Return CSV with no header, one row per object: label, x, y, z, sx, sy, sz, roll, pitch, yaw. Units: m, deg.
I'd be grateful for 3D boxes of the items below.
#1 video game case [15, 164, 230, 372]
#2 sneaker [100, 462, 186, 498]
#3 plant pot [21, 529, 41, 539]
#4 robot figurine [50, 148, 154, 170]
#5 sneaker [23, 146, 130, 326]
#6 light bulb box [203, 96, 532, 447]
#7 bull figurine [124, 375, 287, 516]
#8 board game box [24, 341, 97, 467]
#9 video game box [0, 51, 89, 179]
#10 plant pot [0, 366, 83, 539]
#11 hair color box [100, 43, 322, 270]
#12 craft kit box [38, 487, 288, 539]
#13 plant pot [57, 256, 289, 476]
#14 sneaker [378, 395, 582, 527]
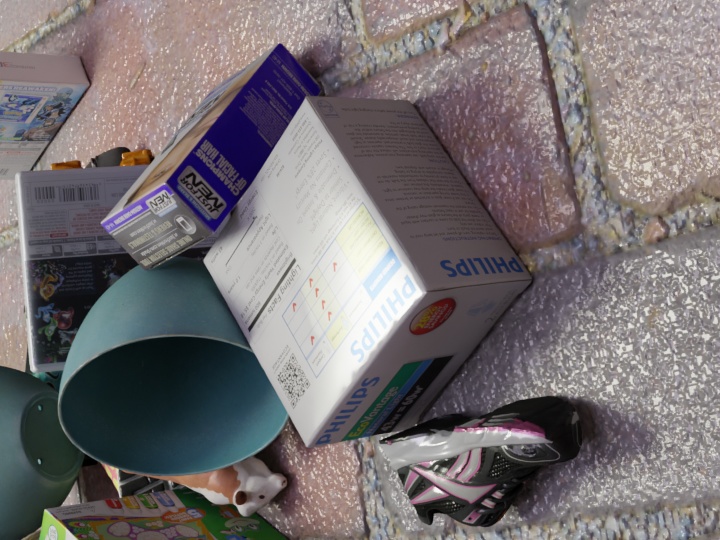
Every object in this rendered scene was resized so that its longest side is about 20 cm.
video game case,-0.215,-0.006,1.451,0.023,0.198,0.184,173,93,-69
sneaker,-0.224,0.193,1.579,0.201,0.078,0.090,63,161,16
plant pot,-0.237,0.348,1.526,0.182,0.200,0.203,-11,85,38
robot figurine,-0.233,-0.010,1.499,0.058,0.143,0.202,-109,12,-87
sneaker,-0.281,-0.029,1.604,0.200,0.075,0.107,-41,55,18
light bulb box,0.000,0.000,1.254,0.199,0.124,0.201,-54,56,36
bull figurine,-0.154,0.158,1.474,0.198,0.065,0.123,7,81,31
board game box,-0.321,0.096,1.705,0.135,0.028,0.202,25,112,44
video game box,-0.417,-0.164,1.664,0.182,0.199,0.047,-42,62,42
plant pot,-0.363,0.184,1.601,0.134,0.200,0.202,-17,80,30
hair color box,-0.126,-0.099,1.342,0.065,0.201,0.109,45,140,-17
craft kit box,-0.155,0.264,1.398,0.197,0.199,0.049,33,116,42
plant pot,-0.163,0.068,1.369,0.200,0.199,0.136,-50,34,38
sneaker,0.102,0.153,1.202,0.199,0.080,0.087,-18,92,56
